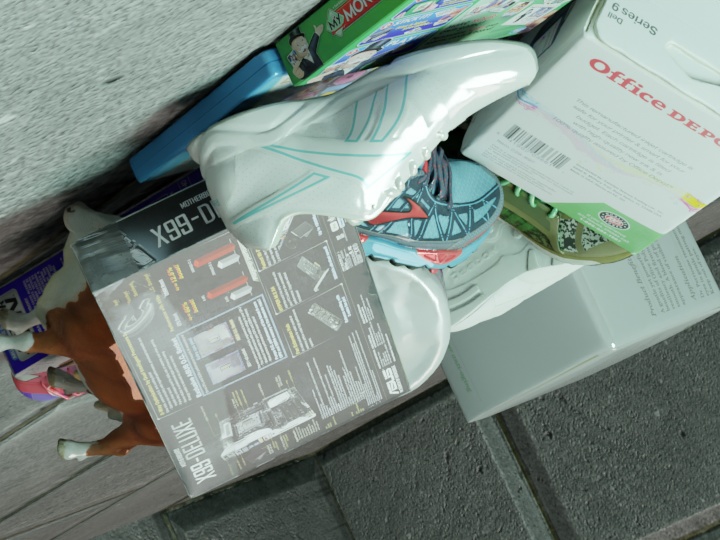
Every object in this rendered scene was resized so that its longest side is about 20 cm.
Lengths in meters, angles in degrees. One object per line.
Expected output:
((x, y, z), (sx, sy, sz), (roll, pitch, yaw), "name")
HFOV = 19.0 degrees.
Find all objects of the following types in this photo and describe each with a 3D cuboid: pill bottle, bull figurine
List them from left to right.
((-0.163, 0.045, 1.348), (0.121, 0.200, 0.065), (-11, -138, 18), "bull figurine")
((0.000, 0.000, 1.489), (0.112, 0.113, 0.200), (-26, -158, 8), "pill bottle")

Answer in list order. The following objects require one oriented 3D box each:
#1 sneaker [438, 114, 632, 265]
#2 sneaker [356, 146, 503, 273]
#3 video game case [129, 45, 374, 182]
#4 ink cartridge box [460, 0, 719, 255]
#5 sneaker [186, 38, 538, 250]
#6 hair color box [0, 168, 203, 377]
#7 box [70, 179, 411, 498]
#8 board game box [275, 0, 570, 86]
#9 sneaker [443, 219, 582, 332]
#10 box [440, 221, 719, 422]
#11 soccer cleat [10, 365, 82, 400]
((0.112, -0.063, 1.496), (0.077, 0.199, 0.089), (-67, 156, -6), "sneaker")
((0.026, -0.054, 1.354), (0.199, 0.079, 0.096), (-3, 144, -42), "sneaker")
((-0.023, -0.106, 1.272), (0.200, 0.018, 0.143), (-18, 170, -44), "video game case")
((0.174, -0.107, 1.367), (0.088, 0.145, 0.200), (-64, -171, -24), "ink cartridge box")
((0.009, -0.071, 1.195), (0.200, 0.081, 0.070), (-21, 177, -1), "sneaker")
((-0.140, -0.003, 1.428), (0.200, 0.065, 0.109), (-28, 172, 26), "hair color box")
((-0.067, 0.031, 1.296), (0.157, 0.050, 0.200), (-26, 136, -6), "box")
((0.066, -0.158, 1.176), (0.200, 0.029, 0.134), (-18, 169, -44), "board game box")
((0.126, -0.018, 1.577), (0.199, 0.077, 0.080), (-27, 161, 14), "sneaker")
((0.167, -0.003, 1.893), (0.171, 0.200, 0.200), (-17, 169, -45), "box")
((-0.199, 0.063, 1.578), (0.067, 0.077, 0.200), (6, 151, -37), "soccer cleat")
